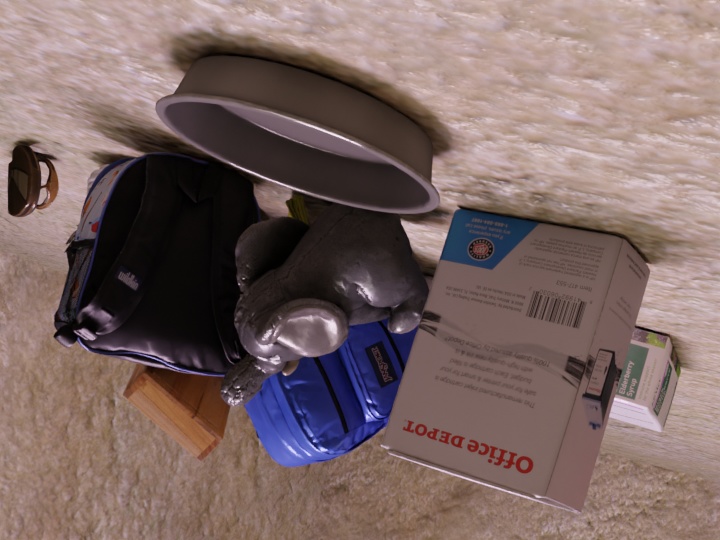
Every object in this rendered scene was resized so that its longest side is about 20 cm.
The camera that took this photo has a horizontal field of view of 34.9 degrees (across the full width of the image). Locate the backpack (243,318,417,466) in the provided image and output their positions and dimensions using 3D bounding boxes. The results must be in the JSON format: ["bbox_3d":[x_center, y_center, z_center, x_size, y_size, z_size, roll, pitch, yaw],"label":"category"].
[{"bbox_3d":[-0.021,0.106,1.220,0.199,0.163,0.168,-23,175,-36],"label":"backpack"}]

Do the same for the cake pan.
[{"bbox_3d":[-0.037,-0.090,0.766,0.199,0.037,0.200,18,172,3],"label":"cake pan"}]

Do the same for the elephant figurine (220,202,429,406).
[{"bbox_3d":[-0.049,0.025,0.963,0.199,0.156,0.142,-24,-168,-5],"label":"elephant figurine"}]

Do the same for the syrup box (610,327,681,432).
[{"bbox_3d":[0.298,0.119,1.257,0.081,0.079,0.200,15,171,21],"label":"syrup box"}]

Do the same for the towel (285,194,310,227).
[{"bbox_3d":[-0.059,-0.016,1.134,0.018,0.087,0.200,-13,175,-6],"label":"towel"}]

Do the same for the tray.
[{"bbox_3d":[-0.175,0.107,1.156,0.099,0.037,0.200,43,-169,-12],"label":"tray"}]

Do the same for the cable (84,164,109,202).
[{"bbox_3d":[-0.203,-0.054,1.233,0.199,0.070,0.200,13,170,30],"label":"cable"}]

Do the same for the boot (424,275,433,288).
[{"bbox_3d":[0.135,0.058,1.266,0.199,0.073,0.090,26,-164,33],"label":"boot"}]

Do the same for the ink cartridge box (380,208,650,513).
[{"bbox_3d":[0.121,0.067,0.884,0.146,0.201,0.086,12,170,34],"label":"ink cartridge box"}]

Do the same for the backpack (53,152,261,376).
[{"bbox_3d":[-0.181,-0.011,1.059,0.199,0.192,0.154,16,179,-34],"label":"backpack"}]

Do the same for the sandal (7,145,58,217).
[{"bbox_3d":[-0.377,-0.096,1.321,0.054,0.082,0.200,3,175,-20],"label":"sandal"}]
